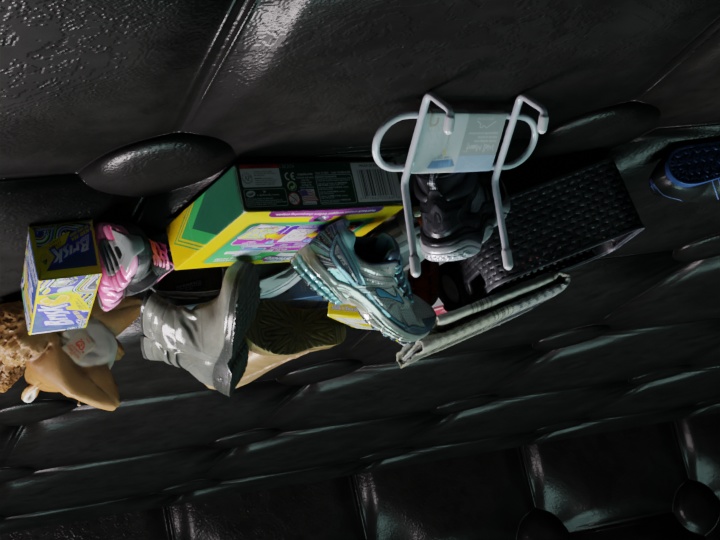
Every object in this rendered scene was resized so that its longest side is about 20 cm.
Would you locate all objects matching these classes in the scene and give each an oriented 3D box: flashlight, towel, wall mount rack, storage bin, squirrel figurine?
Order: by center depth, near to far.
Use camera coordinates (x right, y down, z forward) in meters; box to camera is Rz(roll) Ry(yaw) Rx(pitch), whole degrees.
[{"bbox_3d":[0.105,-0.089,1.447,0.199,0.075,0.174,-4,121,-31],"label":"wall mount rack"},{"bbox_3d":[0.213,-0.045,1.711,0.199,0.094,0.135,-22,171,-13],"label":"storage bin"},{"bbox_3d":[0.138,0.057,1.749,0.199,0.035,0.193,-24,174,-11],"label":"towel"},{"bbox_3d":[-0.389,0.099,1.797,0.199,0.142,0.187,12,165,-27],"label":"squirrel figurine"},{"bbox_3d":[0.185,-0.011,1.867,0.200,0.068,0.068,-25,-145,-27],"label":"flashlight"}]

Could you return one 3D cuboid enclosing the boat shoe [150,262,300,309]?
[{"bbox_3d":[-0.149,0.003,1.686,0.199,0.072,0.071,-19,167,7],"label":"boat shoe"}]

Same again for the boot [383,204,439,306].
[{"bbox_3d":[0.071,-0.015,1.757,0.075,0.108,0.200,-10,163,-4],"label":"boot"}]

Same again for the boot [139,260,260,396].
[{"bbox_3d":[-0.188,0.053,1.631,0.130,0.068,0.200,23,134,9],"label":"boot"}]

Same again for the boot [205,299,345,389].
[{"bbox_3d":[-0.139,0.100,1.788,0.200,0.066,0.175,-24,158,40],"label":"boot"}]

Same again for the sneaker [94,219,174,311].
[{"bbox_3d":[-0.240,-0.014,1.586,0.095,0.079,0.200,-14,173,-19],"label":"sneaker"}]

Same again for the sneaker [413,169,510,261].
[{"bbox_3d":[0.109,-0.095,1.560,0.075,0.114,0.200,-2,-155,20],"label":"sneaker"}]

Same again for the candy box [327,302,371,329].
[{"bbox_3d":[0.028,0.056,1.750,0.102,0.027,0.200,2,174,9],"label":"candy box"}]

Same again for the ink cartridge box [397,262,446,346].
[{"bbox_3d":[0.102,0.039,2.009,0.145,0.084,0.200,-16,164,12],"label":"ink cartridge box"}]

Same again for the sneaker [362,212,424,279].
[{"bbox_3d":[0.000,0.000,1.682,0.115,0.075,0.200,-27,167,-20],"label":"sneaker"}]

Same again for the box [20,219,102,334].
[{"bbox_3d":[-0.329,0.010,1.598,0.070,0.065,0.200,-7,164,-18],"label":"box"}]

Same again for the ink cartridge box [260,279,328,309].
[{"bbox_3d":[-0.086,0.021,1.815,0.199,0.077,0.136,-10,164,-18],"label":"ink cartridge box"}]

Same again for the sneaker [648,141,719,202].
[{"bbox_3d":[0.445,-0.122,1.765,0.199,0.070,0.078,-2,166,-14],"label":"sneaker"}]

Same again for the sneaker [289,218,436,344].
[{"bbox_3d":[0.023,0.011,1.561,0.200,0.078,0.086,29,110,-40],"label":"sneaker"}]

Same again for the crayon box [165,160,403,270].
[{"bbox_3d":[-0.081,-0.059,1.563,0.199,0.058,0.172,-4,164,-34],"label":"crayon box"}]
